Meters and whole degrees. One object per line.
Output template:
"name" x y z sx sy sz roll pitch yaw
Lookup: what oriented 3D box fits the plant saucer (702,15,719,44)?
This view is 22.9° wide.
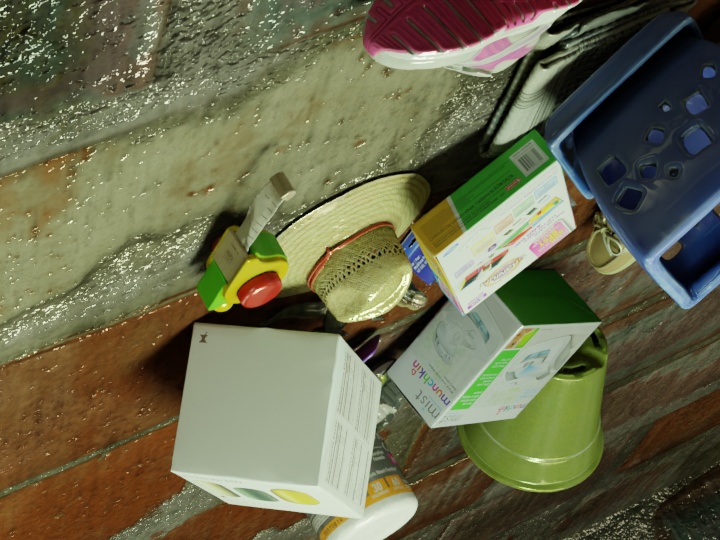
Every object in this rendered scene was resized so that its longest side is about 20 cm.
"plant saucer" 0.400 -0.236 1.786 0.200 0.037 0.200 -28 160 -11

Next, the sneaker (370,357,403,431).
"sneaker" -0.031 0.172 2.093 0.200 0.085 0.074 -47 138 -16

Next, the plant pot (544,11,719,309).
"plant pot" 0.291 -0.107 1.610 0.200 0.180 0.200 -44 156 5

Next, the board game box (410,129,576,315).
"board game box" 0.134 -0.042 1.739 0.153 0.040 0.200 -38 159 -3

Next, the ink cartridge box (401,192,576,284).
"ink cartridge box" 0.127 -0.036 1.865 0.200 0.039 0.099 -15 155 -36

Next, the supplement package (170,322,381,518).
"supplement package" -0.080 0.153 1.771 0.152 0.151 0.200 4 165 14

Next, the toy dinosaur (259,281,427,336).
"toy dinosaur" -0.030 0.050 1.843 0.200 0.047 0.088 -13 150 -30

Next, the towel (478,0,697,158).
"towel" 0.216 -0.186 1.645 0.192 0.035 0.200 -21 157 -25

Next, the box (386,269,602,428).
"box" 0.157 0.089 2.095 0.176 0.097 0.200 -51 154 22

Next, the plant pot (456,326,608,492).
"plant pot" 0.237 0.150 2.280 0.200 0.200 0.190 -21 146 -25

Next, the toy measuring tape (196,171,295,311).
"toy measuring tape" -0.084 -0.025 1.552 0.074 0.074 0.200 -15 155 -37

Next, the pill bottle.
"pill bottle" -0.031 0.207 1.973 0.116 0.200 0.116 -27 160 -11

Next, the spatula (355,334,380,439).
"spatula" 0.004 0.132 1.936 0.057 0.200 0.021 -39 117 20

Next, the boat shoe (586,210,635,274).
"boat shoe" 0.304 -0.072 1.989 0.063 0.073 0.201 -4 145 -38

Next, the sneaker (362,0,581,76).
"sneaker" 0.082 -0.186 1.389 0.200 0.081 0.088 -17 154 -32

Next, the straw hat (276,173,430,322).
"straw hat" 0.000 0.000 1.700 0.201 0.085 0.201 -27 160 -11
